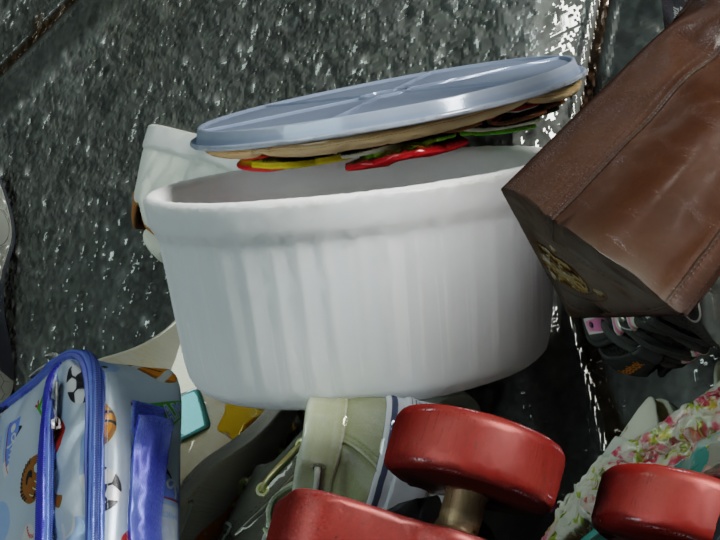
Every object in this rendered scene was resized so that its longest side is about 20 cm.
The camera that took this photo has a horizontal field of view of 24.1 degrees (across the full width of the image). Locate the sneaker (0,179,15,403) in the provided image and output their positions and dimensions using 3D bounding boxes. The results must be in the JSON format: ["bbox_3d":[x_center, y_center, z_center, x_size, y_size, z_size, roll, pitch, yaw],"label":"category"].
[{"bbox_3d":[-0.330,0.023,1.279,0.146,0.077,0.203,-22,63,40],"label":"sneaker"}]

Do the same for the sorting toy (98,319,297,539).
[{"bbox_3d":[-0.078,0.072,0.964,0.181,0.107,0.200,-61,31,-3],"label":"sorting toy"}]

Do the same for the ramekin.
[{"bbox_3d":[0.000,0.000,0.813,0.200,0.200,0.098,5,104,50],"label":"ramekin"}]

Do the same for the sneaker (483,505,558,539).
[{"bbox_3d":[0.044,0.191,0.799,0.086,0.080,0.201,20,93,70],"label":"sneaker"}]

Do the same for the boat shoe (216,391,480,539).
[{"bbox_3d":[-0.027,0.122,0.869,0.202,0.072,0.060,-44,50,0],"label":"boat shoe"}]

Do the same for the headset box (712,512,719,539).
[{"bbox_3d":[0.181,0.175,0.563,0.093,0.174,0.201,17,92,49],"label":"headset box"}]

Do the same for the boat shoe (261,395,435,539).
[{"bbox_3d":[-0.014,0.118,0.780,0.200,0.062,0.072,108,176,-46],"label":"boat shoe"}]

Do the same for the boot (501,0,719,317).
[{"bbox_3d":[0.108,-0.086,0.640,0.200,0.064,0.186,-51,41,-2],"label":"boot"}]

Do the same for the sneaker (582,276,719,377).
[{"bbox_3d":[0.135,0.011,0.703,0.087,0.080,0.200,-63,2,11],"label":"sneaker"}]

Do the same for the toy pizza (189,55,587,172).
[{"bbox_3d":[0.015,-0.073,0.838,0.200,0.200,0.032,1,105,49],"label":"toy pizza"}]

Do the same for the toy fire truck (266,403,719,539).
[{"bbox_3d":[0.057,0.132,0.655,0.168,0.199,0.113,127,159,-72],"label":"toy fire truck"}]

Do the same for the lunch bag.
[{"bbox_3d":[-0.148,0.141,0.847,0.160,0.075,0.201,-34,51,45],"label":"lunch bag"}]

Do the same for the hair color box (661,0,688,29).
[{"bbox_3d":[0.206,-0.051,0.659,0.060,0.100,0.200,-31,40,-16],"label":"hair color box"}]

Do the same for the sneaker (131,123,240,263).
[{"bbox_3d":[-0.083,-0.037,1.021,0.200,0.073,0.085,15,87,61],"label":"sneaker"}]

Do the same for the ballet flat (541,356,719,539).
[{"bbox_3d":[0.154,0.071,0.717,0.200,0.076,0.064,-36,42,25],"label":"ballet flat"}]
